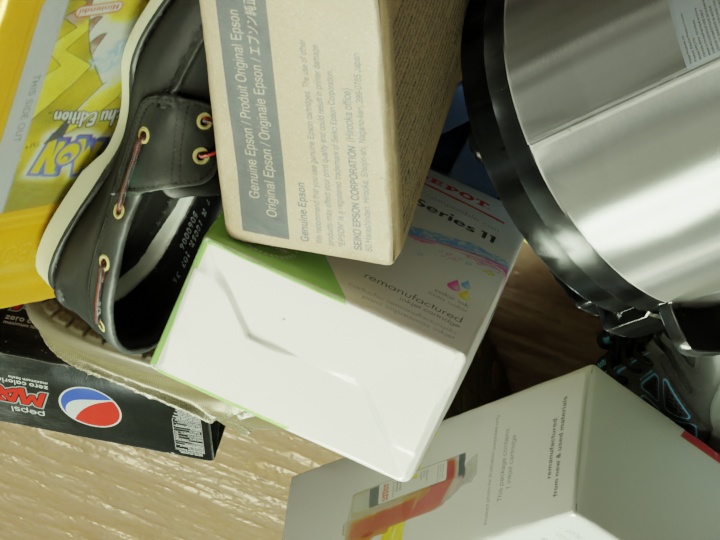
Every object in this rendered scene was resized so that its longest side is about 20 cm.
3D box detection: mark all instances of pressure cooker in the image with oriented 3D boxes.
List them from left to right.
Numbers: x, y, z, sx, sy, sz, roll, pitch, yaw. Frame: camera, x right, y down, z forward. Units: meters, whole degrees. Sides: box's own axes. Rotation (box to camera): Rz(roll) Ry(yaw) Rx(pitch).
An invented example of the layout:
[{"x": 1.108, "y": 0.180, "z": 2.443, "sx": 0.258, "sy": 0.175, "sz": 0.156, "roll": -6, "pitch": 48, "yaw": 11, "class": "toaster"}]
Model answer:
[{"x": 0.136, "y": -0.078, "z": 1.171, "sx": 0.200, "sy": 0.176, "sz": 0.179, "roll": -24, "pitch": 122, "yaw": 37, "class": "pressure cooker"}]

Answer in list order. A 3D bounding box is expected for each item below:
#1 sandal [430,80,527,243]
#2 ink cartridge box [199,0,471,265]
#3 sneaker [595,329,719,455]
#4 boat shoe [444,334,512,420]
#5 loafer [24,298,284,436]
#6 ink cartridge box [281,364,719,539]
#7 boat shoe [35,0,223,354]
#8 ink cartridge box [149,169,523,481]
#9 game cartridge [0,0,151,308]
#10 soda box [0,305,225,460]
[{"x": 0.057, "y": -0.069, "z": 1.289, "sx": 0.200, "sy": 0.080, "sz": 0.087, "roll": 13, "pitch": 149, "yaw": 4, "class": "sandal"}, {"x": 0.002, "y": -0.131, "z": 1.137, "sx": 0.075, "sy": 0.200, "sz": 0.165, "roll": 9, "pitch": 141, "yaw": 12, "class": "ink cartridge box"}, {"x": 0.150, "y": 0.045, "z": 1.402, "sx": 0.082, "sy": 0.073, "sz": 0.200, "roll": 10, "pitch": 142, "yaw": 9, "class": "sneaker"}, {"x": 0.044, "y": 0.088, "z": 1.500, "sx": 0.068, "sy": 0.072, "sz": 0.200, "roll": -5, "pitch": 140, "yaw": 25, "class": "boat shoe"}, {"x": -0.063, "y": 0.041, "z": 1.389, "sx": 0.200, "sy": 0.076, "sz": 0.067, "roll": 15, "pitch": 141, "yaw": -8, "class": "loafer"}, {"x": 0.078, "y": 0.138, "z": 1.425, "sx": 0.200, "sy": 0.083, "sz": 0.145, "roll": -23, "pitch": 136, "yaw": 40, "class": "ink cartridge box"}, {"x": -0.070, "y": -0.056, "z": 1.234, "sx": 0.063, "sy": 0.074, "sz": 0.201, "roll": 44, "pitch": 121, "yaw": 30, "class": "boat shoe"}, {"x": 0.000, "y": 0.000, "z": 1.240, "sx": 0.117, "sy": 0.200, "sz": 0.067, "roll": 24, "pitch": 114, "yaw": 3, "class": "ink cartridge box"}, {"x": -0.107, "y": -0.071, "z": 1.257, "sx": 0.032, "sy": 0.176, "sz": 0.200, "roll": 45, "pitch": 130, "yaw": 33, "class": "game cartridge"}, {"x": -0.163, "y": 0.038, "z": 1.522, "sx": 0.200, "sy": 0.071, "sz": 0.063, "roll": 11, "pitch": 141, "yaw": 9, "class": "soda box"}]
